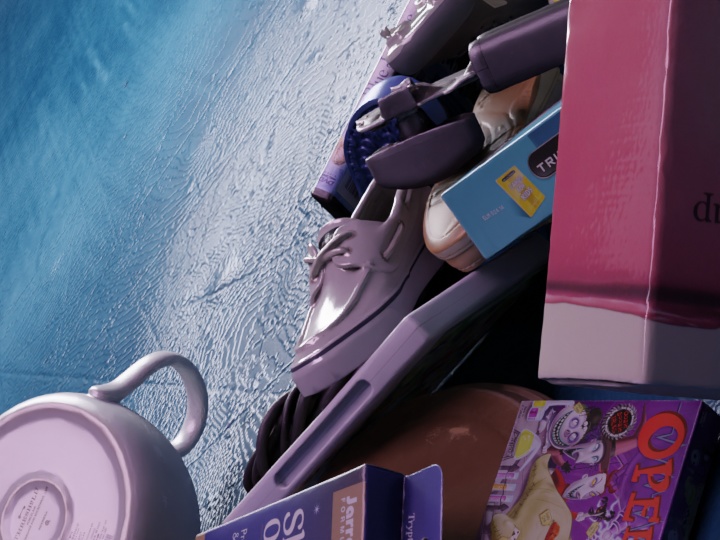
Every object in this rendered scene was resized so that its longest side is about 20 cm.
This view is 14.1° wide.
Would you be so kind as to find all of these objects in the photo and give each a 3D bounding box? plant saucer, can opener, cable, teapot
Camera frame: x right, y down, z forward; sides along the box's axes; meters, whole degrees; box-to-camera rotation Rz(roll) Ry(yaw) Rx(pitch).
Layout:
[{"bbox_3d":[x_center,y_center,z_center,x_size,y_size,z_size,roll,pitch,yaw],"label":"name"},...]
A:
[{"bbox_3d":[0.039,0.143,1.577,0.199,0.029,0.201,-21,47,24],"label":"plant saucer"},{"bbox_3d":[0.090,-0.107,1.661,0.199,0.067,0.053,-22,8,17],"label":"can opener"},{"bbox_3d":[-0.004,0.054,1.780,0.200,0.051,0.163,-47,-6,21],"label":"cable"},{"bbox_3d":[-0.179,0.180,1.983,0.200,0.146,0.198,-33,60,20],"label":"teapot"}]

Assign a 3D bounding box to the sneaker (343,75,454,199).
[{"bbox_3d":[0.038,-0.075,1.808,0.200,0.070,0.078,85,-150,-62],"label":"sneaker"}]

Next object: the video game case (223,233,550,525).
[{"bbox_3d":[0.020,0.067,1.695,0.182,0.022,0.200,-49,-8,27],"label":"video game case"}]

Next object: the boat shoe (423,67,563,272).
[{"bbox_3d":[0.095,-0.057,1.722,0.074,0.069,0.200,-30,20,36],"label":"boat shoe"}]

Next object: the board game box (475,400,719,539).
[{"bbox_3d":[0.104,0.158,1.466,0.120,0.032,0.201,0,59,38],"label":"board game box"}]

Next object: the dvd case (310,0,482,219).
[{"bbox_3d":[0.041,-0.110,1.886,0.017,0.143,0.201,22,81,25],"label":"dvd case"}]

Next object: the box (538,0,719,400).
[{"bbox_3d":[0.170,-0.039,1.394,0.109,0.127,0.201,178,97,-66],"label":"box"}]

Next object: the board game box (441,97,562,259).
[{"bbox_3d":[0.154,-0.098,1.584,0.200,0.047,0.151,-36,2,35],"label":"board game box"}]

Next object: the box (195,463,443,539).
[{"bbox_3d":[-0.027,0.178,1.546,0.200,0.032,0.122,-26,54,48],"label":"box"}]

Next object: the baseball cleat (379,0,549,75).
[{"bbox_3d":[0.097,-0.161,1.810,0.200,0.107,0.070,-46,6,-38],"label":"baseball cleat"}]

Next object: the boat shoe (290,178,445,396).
[{"bbox_3d":[0.000,0.000,1.681,0.072,0.066,0.200,-30,14,38],"label":"boat shoe"}]

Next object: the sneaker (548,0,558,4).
[{"bbox_3d":[0.181,-0.197,1.737,0.200,0.075,0.077,-49,23,31],"label":"sneaker"}]
